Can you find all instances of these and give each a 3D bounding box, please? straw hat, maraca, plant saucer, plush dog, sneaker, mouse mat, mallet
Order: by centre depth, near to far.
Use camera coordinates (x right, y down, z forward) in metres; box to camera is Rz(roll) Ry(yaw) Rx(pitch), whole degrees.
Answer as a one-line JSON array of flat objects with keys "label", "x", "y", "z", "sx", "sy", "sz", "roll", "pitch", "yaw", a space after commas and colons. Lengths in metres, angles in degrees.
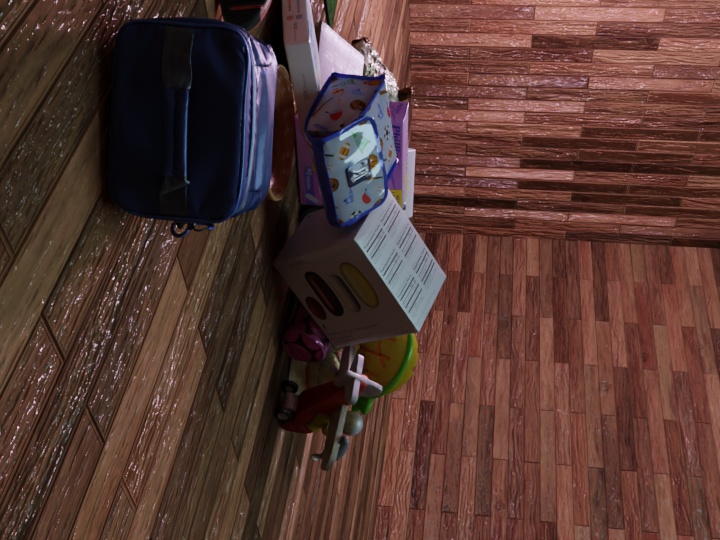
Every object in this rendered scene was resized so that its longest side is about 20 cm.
[{"label": "sneaker", "x": -0.133, "y": -0.389, "z": 1.141, "sx": 0.087, "sy": 0.073, "sz": 0.202, "roll": 72, "pitch": 22, "yaw": -73}, {"label": "plant saucer", "x": -0.136, "y": -0.206, "z": 1.323, "sx": 0.200, "sy": 0.037, "sz": 0.203, "roll": 4, "pitch": 90, "yaw": -82}, {"label": "maraca", "x": 0.036, "y": 0.179, "z": 1.648, "sx": 0.201, "sy": 0.106, "sz": 0.138, "roll": -54, "pitch": -153, "yaw": 22}, {"label": "mallet", "x": -0.015, "y": -0.112, "z": 1.659, "sx": 0.066, "sy": 0.198, "sz": 0.042, "roll": -63, "pitch": 150, "yaw": -63}, {"label": "straw hat", "x": -0.080, "y": 0.205, "z": 1.728, "sx": 0.201, "sy": 0.084, "sz": 0.204, "roll": 3, "pitch": 90, "yaw": -83}, {"label": "mouse mat", "x": -0.057, "y": -0.622, "z": 1.838, "sx": 0.162, "sy": 0.007, "sz": 0.202, "roll": 82, "pitch": 13, "yaw": -56}, {"label": "plush dog", "x": 0.020, "y": -0.448, "z": 2.059, "sx": 0.172, "sy": 0.159, "sz": 0.201, "roll": 53, "pitch": 35, "yaw": -41}]

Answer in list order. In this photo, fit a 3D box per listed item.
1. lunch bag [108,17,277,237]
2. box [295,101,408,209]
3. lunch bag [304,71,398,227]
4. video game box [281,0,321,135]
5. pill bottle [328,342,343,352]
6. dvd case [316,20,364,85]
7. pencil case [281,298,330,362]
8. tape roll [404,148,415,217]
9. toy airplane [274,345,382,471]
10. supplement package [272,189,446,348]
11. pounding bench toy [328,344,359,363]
[{"label": "lunch bag", "x": -0.159, "y": -0.132, "z": 0.825, "sx": 0.132, "sy": 0.134, "sz": 0.202, "roll": -44, "pitch": 138, "yaw": -78}, {"label": "box", "x": -0.013, "y": -0.214, "z": 1.627, "sx": 0.097, "sy": 0.198, "sz": 0.177, "roll": -75, "pitch": 167, "yaw": -56}, {"label": "lunch bag", "x": -0.017, "y": -0.190, "z": 1.392, "sx": 0.201, "sy": 0.123, "sz": 0.171, "roll": -62, "pitch": 150, "yaw": -45}, {"label": "video game box", "x": -0.093, "y": -0.354, "z": 1.432, "sx": 0.201, "sy": 0.046, "sz": 0.184, "roll": 82, "pitch": 0, "yaw": -55}, {"label": "pill bottle", "x": 0.010, "y": 0.069, "z": 1.711, "sx": 0.111, "sy": 0.198, "sz": 0.112, "roll": -25, "pitch": 90, "yaw": -84}, {"label": "dvd case", "x": -0.048, "y": -0.367, "z": 1.745, "sx": 0.148, "sy": 0.016, "sz": 0.202, "roll": 27, "pitch": 63, "yaw": -51}, {"label": "pencil case", "x": -0.088, "y": 0.072, "z": 1.605, "sx": 0.201, "sy": 0.093, "sz": 0.091, "roll": -76, "pitch": 166, "yaw": -45}, {"label": "tape roll", "x": 0.012, "y": -0.185, "z": 1.820, "sx": 0.203, "sy": 0.200, "sz": 0.141, "roll": -49, "pitch": 142, "yaw": -77}, {"label": "toy airplane", "x": -0.037, "y": 0.237, "z": 1.551, "sx": 0.200, "sy": 0.199, "sz": 0.141, "roll": -50, "pitch": 120, "yaw": -8}, {"label": "supplement package", "x": 0.000, "y": 0.000, "z": 1.495, "sx": 0.201, "sy": 0.190, "sz": 0.148, "roll": 54, "pitch": 43, "yaw": -23}, {"label": "pounding bench toy", "x": -0.048, "y": 0.156, "z": 1.859, "sx": 0.157, "sy": 0.199, "sz": 0.124, "roll": 62, "pitch": 9, "yaw": 3}]
